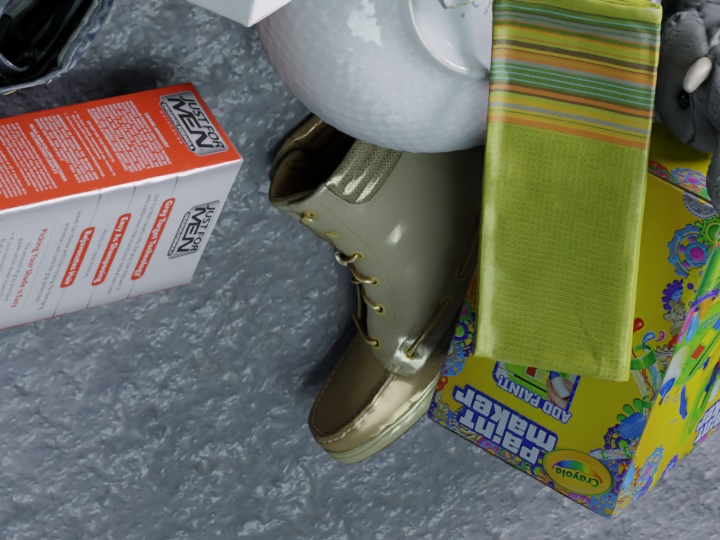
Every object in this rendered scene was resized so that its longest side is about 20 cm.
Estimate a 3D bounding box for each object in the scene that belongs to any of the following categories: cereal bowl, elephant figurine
[{"bbox_3d":[0.048,-0.153,1.340,0.200,0.083,0.200,-7,107,-22],"label":"cereal bowl"},{"bbox_3d":[0.180,-0.119,1.330,0.155,0.141,0.200,16,85,-57],"label":"elephant figurine"}]

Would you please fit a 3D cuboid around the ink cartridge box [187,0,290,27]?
[{"bbox_3d":[-0.074,-0.208,1.194,0.200,0.125,0.129,24,117,13],"label":"ink cartridge box"}]

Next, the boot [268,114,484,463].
[{"bbox_3d":[0.000,0.000,1.458,0.155,0.073,0.200,31,103,-36],"label":"boot"}]

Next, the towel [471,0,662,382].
[{"bbox_3d":[0.100,-0.043,1.313,0.086,0.018,0.200,11,113,20],"label":"towel"}]

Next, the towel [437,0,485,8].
[{"bbox_3d":[0.072,-0.244,1.267,0.200,0.048,0.171,-38,87,-5],"label":"towel"}]

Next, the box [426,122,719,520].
[{"bbox_3d":[0.157,-0.003,1.431,0.200,0.122,0.193,-29,142,-55],"label":"box"}]

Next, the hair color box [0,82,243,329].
[{"bbox_3d":[-0.168,-0.025,1.332,0.200,0.061,0.102,-13,146,-35],"label":"hair color box"}]

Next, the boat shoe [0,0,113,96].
[{"bbox_3d":[-0.206,-0.102,1.294,0.200,0.091,0.071,-44,127,10],"label":"boat shoe"}]
